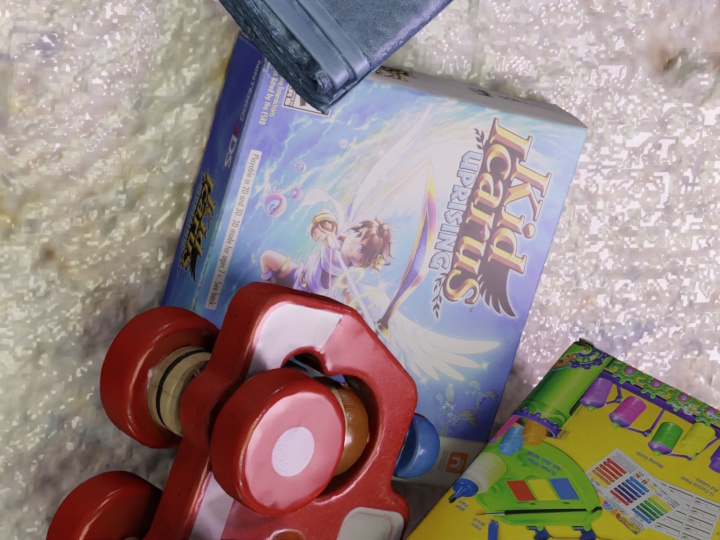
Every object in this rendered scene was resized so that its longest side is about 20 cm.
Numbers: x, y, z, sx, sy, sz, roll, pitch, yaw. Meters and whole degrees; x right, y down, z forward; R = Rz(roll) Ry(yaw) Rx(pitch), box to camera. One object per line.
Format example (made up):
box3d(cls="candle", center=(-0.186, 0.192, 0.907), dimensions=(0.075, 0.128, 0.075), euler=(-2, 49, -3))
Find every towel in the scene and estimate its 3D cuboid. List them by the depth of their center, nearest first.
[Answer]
box3d(cls="towel", center=(0.020, -0.178, 1.298), dimensions=(0.200, 0.049, 0.112), euler=(-42, 98, -10))

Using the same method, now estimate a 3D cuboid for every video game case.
box3d(cls="video game case", center=(0.000, 0.000, 1.373), dimensions=(0.180, 0.045, 0.201), euler=(10, 105, -27))

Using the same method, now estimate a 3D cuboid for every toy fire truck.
box3d(cls="toy fire truck", center=(-0.041, 0.109, 1.314), dimensions=(0.167, 0.112, 0.201), euler=(14, 98, -45))

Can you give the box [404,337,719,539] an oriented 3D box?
box3d(cls="box", center=(0.136, 0.173, 1.359), dimensions=(0.193, 0.199, 0.122), euler=(-46, 148, -27))
